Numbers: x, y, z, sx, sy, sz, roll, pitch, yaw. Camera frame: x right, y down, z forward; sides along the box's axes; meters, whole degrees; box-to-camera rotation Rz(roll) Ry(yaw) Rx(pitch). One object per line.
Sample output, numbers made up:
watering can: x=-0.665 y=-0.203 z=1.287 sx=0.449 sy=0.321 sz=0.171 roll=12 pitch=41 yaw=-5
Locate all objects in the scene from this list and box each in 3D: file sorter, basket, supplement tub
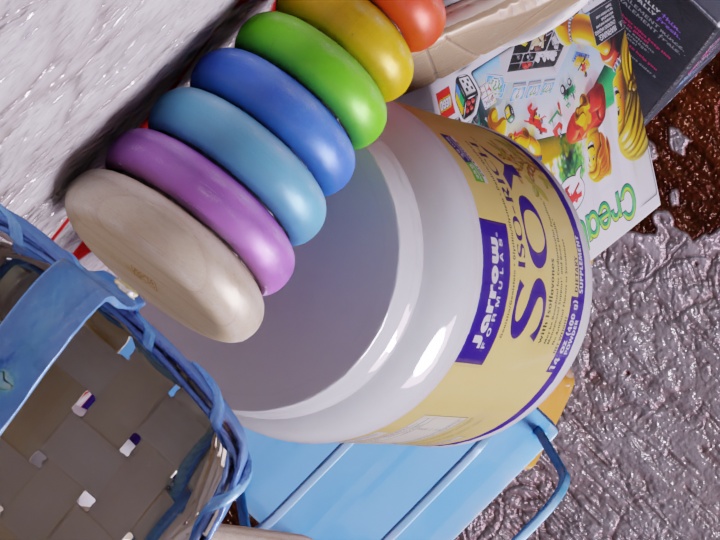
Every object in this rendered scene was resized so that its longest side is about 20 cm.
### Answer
file sorter: x=-0.014 y=0.072 z=1.364 sx=0.139 sy=0.200 sz=0.123 roll=-45 pitch=-169 yaw=5
basket: x=-0.120 y=0.072 z=0.812 sx=0.177 sy=0.139 sz=0.200 roll=-51 pitch=-178 yaw=2
supplement tub: x=0.000 y=0.000 z=1.174 sx=0.145 sy=0.145 sz=0.200 roll=-47 pitch=160 yaw=14

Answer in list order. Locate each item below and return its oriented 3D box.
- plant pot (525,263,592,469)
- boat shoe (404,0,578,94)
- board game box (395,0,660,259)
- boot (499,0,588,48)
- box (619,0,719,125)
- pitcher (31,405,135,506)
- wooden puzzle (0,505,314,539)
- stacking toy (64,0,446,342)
plant pot: x=0.048 y=-0.021 z=1.520 sx=0.184 sy=0.200 sz=0.200 roll=-62 pitch=175 yaw=5
boat shoe: x=0.053 y=-0.133 z=1.203 sx=0.199 sy=0.065 sz=0.072 roll=-28 pitch=172 yaw=4
board game box: x=0.080 y=-0.058 z=1.371 sx=0.034 sy=0.127 sz=0.200 roll=-3 pitch=-161 yaw=33
boot: x=0.117 y=-0.185 z=1.286 sx=0.200 sy=0.073 sz=0.090 roll=-50 pitch=169 yaw=36
box: x=0.158 y=-0.172 z=1.516 sx=0.106 sy=0.122 sz=0.200 roll=-45 pitch=176 yaw=-15
pitcher: x=-0.167 y=0.117 z=1.145 sx=0.171 sy=0.122 sz=0.200 roll=-26 pitch=166 yaw=2
wooden puzzle: x=-0.137 y=0.146 z=1.057 sx=0.185 sy=0.037 sz=0.200 roll=12 pitch=144 yaw=-43
stacking toy: x=-0.018 y=-0.074 z=1.031 sx=0.200 sy=0.085 sz=0.085 roll=-53 pitch=178 yaw=-13
